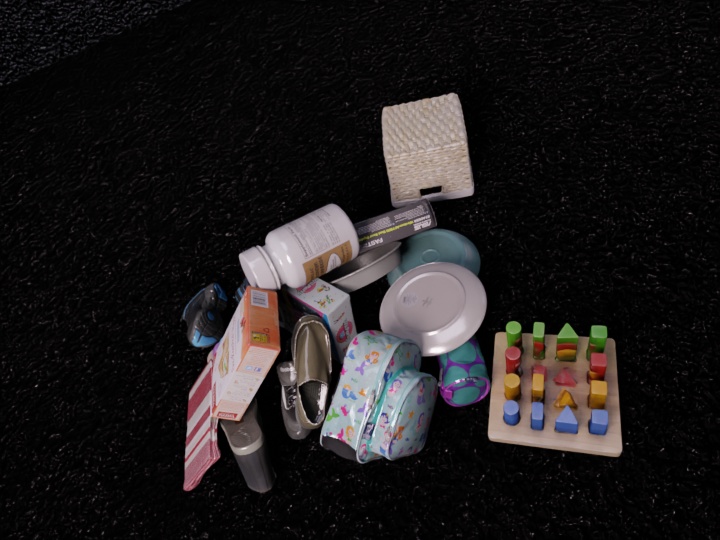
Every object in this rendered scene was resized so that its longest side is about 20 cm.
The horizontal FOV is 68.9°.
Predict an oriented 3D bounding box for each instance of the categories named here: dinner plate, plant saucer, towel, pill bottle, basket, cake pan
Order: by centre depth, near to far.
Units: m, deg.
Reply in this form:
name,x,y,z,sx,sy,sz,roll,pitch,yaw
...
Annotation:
name,x,y,z,sx,sy,sz,roll,pitch,yaw
dinner plate,0.126,0.061,0.950,0.200,0.024,0.200,-15,48,17
pill bottle,-0.112,-0.033,0.963,0.200,0.114,0.114,-28,48,-20
towel,-0.294,0.283,0.974,0.144,0.023,0.200,-50,37,36
cake pan,0.000,0.000,1.070,0.200,0.037,0.200,-26,8,4
plant saucer,0.149,-0.020,1.105,0.200,0.036,0.200,-9,51,12
basket,0.153,-0.278,1.226,0.198,0.161,0.200,-8,53,11

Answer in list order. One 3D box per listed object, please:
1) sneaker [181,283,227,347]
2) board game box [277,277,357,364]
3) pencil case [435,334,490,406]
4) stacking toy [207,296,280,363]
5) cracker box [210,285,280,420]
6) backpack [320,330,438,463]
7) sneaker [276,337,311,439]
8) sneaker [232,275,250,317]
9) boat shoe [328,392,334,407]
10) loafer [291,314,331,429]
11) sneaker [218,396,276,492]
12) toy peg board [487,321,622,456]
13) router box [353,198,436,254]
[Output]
name,x,y,z,sx,sy,sz,roll,pitch,yaw
sneaker,-0.341,0.107,1.128,0.082,0.073,0.200,-27,25,9
board game box,-0.102,0.077,1.037,0.200,0.148,0.064,25,54,33
pencil case,0.164,0.135,0.945,0.092,0.085,0.200,1,47,-15
stacking toy,-0.223,0.117,1.029,0.085,0.085,0.200,49,115,39
cracker box,-0.201,0.144,0.902,0.058,0.200,0.134,15,36,-24
backpack,0.037,0.201,0.847,0.150,0.178,0.200,6,82,30
sneaker,-0.124,0.211,0.980,0.066,0.091,0.200,-11,51,11
sneaker,-0.242,0.033,1.171,0.082,0.073,0.200,-12,50,10
boat shoe,0.008,0.181,0.970,0.066,0.075,0.199,25,74,27
loafer,-0.078,0.177,0.912,0.075,0.070,0.200,-3,86,-16
sneaker,-0.207,0.309,0.950,0.075,0.106,0.200,-16,19,-13
toy peg board,0.314,0.176,0.855,0.200,0.098,0.199,1,53,20
router box,0.052,-0.090,1.118,0.200,0.062,0.150,-20,5,2
